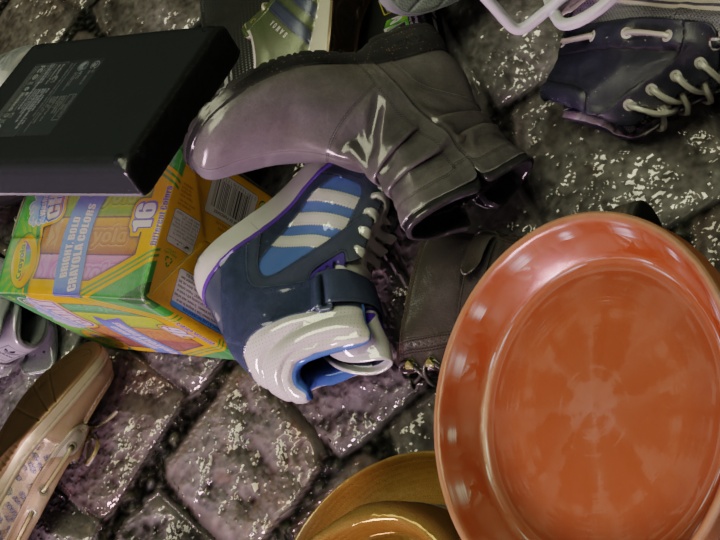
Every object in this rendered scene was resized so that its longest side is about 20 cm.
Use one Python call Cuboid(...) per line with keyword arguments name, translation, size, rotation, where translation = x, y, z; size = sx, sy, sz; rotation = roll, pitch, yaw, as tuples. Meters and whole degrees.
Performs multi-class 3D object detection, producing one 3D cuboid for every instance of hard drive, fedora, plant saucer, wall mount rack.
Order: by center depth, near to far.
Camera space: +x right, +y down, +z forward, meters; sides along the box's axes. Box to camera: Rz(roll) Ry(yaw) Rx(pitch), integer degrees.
Cuboid(name="plant saucer", translation=(0.116, 0.071, 0.618), size=(0.199, 0.032, 0.203), rotation=(-18, 66, 46))
Cuboid(name="fedora", translation=(0.017, 0.188, 0.693), size=(0.199, 0.082, 0.203), rotation=(-15, 61, 29))
Cuboid(name="wall mount rack", translation=(0.143, -0.235, 0.748), size=(0.173, 0.075, 0.201), rotation=(-38, 22, 20))
Cuboid(name="hard drive", translation=(-0.195, -0.113, 0.860), size=(0.198, 0.033, 0.140), rotation=(3, 52, 36))

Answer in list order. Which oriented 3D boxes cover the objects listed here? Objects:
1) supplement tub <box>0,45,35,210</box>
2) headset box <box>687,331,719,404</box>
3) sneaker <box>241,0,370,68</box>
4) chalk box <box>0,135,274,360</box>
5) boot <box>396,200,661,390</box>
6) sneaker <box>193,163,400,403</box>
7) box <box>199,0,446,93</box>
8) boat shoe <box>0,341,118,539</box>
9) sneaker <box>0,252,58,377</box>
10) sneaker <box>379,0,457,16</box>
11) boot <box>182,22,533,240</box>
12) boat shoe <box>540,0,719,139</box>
Cuboid(name="supplement tub", translation=(-0.332, -0.111, 1.045), size=(0.198, 0.122, 0.124), rotation=(-13, 62, 29))
Cuboid(name="headset box", translation=(0.288, 0.066, 0.558), size=(0.199, 0.093, 0.175), rotation=(-33, 55, 17))
Cuboid(name="sneaker", translation=(-0.045, -0.181, 0.855), size=(0.089, 0.067, 0.203), rotation=(1, 75, 26))
Cuboid(name="chalk box", translation=(-0.177, -0.015, 0.895), size=(0.198, 0.124, 0.125), rotation=(1, 69, 36))
Cuboid(name="boot", translation=(0.097, 0.053, 0.722), size=(0.173, 0.069, 0.202), rotation=(-12, 59, 36))
Cuboid(name="sneaker", translation=(0.000, 0.000, 0.789), size=(0.199, 0.081, 0.147), rotation=(-37, 58, -8))
Cuboid(name="box", translation=(-0.036, -0.204, 0.933), size=(0.191, 0.047, 0.202), rotation=(-20, 59, 21))
Cuboid(name="boat shoe", translation=(-0.245, 0.145, 0.916), size=(0.201, 0.062, 0.073), rotation=(-53, 25, -1))
Cuboid(name="sneaker", translation=(-0.318, 0.079, 0.978), size=(0.114, 0.075, 0.202), rotation=(11, 72, 40))
Cuboid(name="sneaker", translation=(0.072, -0.255, 0.862), size=(0.200, 0.073, 0.071), rotation=(-46, 34, -18))
Cuboid(name="boot", translation=(0.002, -0.072, 0.742), size=(0.198, 0.070, 0.132), rotation=(-24, 65, -17))
Cuboid(name="boat shoe", translation=(0.199, -0.117, 0.723), size=(0.199, 0.074, 0.094), rotation=(22, 87, 48))
